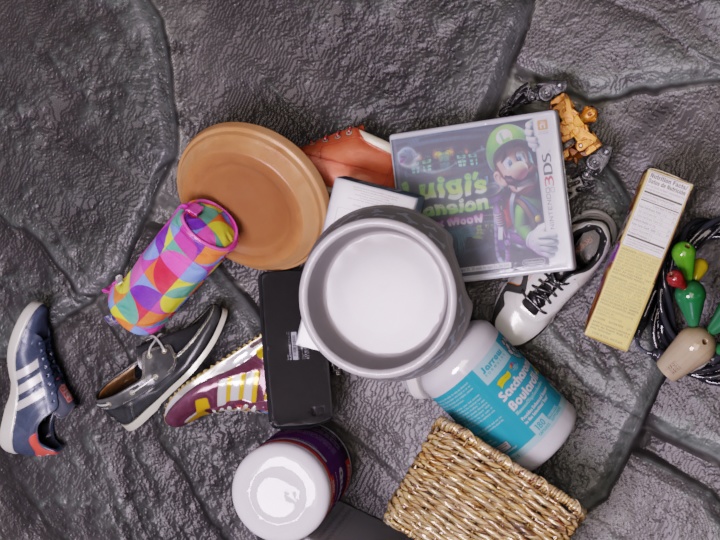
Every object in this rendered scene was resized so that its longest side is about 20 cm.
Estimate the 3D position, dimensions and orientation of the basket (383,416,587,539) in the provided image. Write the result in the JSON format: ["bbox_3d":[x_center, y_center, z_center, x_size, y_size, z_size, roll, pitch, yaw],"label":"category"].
[{"bbox_3d":[0.153,0.263,1.544,0.200,0.143,0.149,31,104,11],"label":"basket"}]

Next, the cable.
[{"bbox_3d":[0.416,0.031,1.537,0.163,0.051,0.200,23,96,8],"label":"cable"}]

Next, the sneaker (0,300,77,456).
[{"bbox_3d":[-0.394,0.139,1.673,0.084,0.075,0.200,11,105,10],"label":"sneaker"}]

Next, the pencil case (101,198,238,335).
[{"bbox_3d":[-0.230,-0.002,1.596,0.088,0.088,0.200,50,124,4],"label":"pencil case"}]

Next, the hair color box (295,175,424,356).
[{"bbox_3d":[0.000,0.000,1.534,0.099,0.061,0.200,15,97,9],"label":"hair color box"}]

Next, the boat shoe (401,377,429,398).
[{"bbox_3d":[0.041,0.057,1.598,0.068,0.072,0.200,-10,100,34],"label":"boat shoe"}]

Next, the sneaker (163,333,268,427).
[{"bbox_3d":[-0.147,0.150,1.628,0.200,0.075,0.090,-35,82,11],"label":"sneaker"}]

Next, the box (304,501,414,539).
[{"bbox_3d":[0.019,0.385,1.549,0.200,0.199,0.131,24,96,8],"label":"box"}]

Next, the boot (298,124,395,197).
[{"bbox_3d":[-0.041,-0.134,1.602,0.200,0.075,0.107,21,87,5],"label":"boot"}]

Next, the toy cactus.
[{"bbox_3d":[0.403,0.065,1.485,0.200,0.102,0.165,40,111,-9],"label":"toy cactus"}]

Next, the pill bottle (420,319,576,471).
[{"bbox_3d":[0.146,0.134,1.543,0.200,0.111,0.111,44,99,-6],"label":"pill bottle"}]

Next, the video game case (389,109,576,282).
[{"bbox_3d":[0.138,-0.080,1.532,0.200,0.023,0.182,-7,90,20],"label":"video game case"}]

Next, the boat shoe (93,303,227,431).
[{"bbox_3d":[-0.243,0.110,1.637,0.200,0.072,0.068,-44,110,10],"label":"boat shoe"}]

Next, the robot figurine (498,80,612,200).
[{"bbox_3d":[0.193,-0.131,1.562,0.200,0.058,0.145,-35,87,10],"label":"robot figurine"}]

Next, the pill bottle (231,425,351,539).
[{"bbox_3d":[-0.074,0.241,1.556,0.112,0.200,0.113,1,94,10],"label":"pill bottle"}]

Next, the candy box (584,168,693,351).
[{"bbox_3d":[0.314,-0.015,1.519,0.056,0.117,0.200,22,96,8],"label":"candy box"}]

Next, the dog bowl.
[{"bbox_3d":[0.023,0.029,1.470,0.200,0.059,0.200,1,95,13],"label":"dog bowl"}]

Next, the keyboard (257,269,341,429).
[{"bbox_3d":[-0.067,0.096,1.596,0.104,0.040,0.200,-2,67,-9],"label":"keyboard"}]

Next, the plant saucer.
[{"bbox_3d":[-0.132,-0.080,1.580,0.200,0.037,0.200,14,128,18],"label":"plant saucer"}]

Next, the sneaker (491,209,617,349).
[{"bbox_3d":[0.220,0.010,1.556,0.074,0.080,0.200,38,100,3],"label":"sneaker"}]
